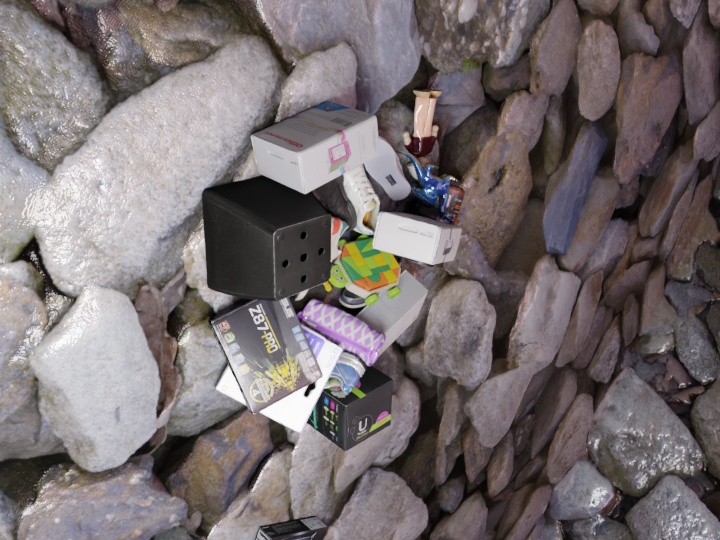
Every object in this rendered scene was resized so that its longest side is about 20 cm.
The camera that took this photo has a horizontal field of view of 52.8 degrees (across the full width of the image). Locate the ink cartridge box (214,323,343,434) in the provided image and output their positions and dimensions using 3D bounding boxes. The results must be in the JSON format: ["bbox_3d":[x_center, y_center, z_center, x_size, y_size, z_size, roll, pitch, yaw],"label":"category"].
[{"bbox_3d":[-0.165,0.200,1.484,0.198,0.043,0.200,29,85,-8],"label":"ink cartridge box"}]

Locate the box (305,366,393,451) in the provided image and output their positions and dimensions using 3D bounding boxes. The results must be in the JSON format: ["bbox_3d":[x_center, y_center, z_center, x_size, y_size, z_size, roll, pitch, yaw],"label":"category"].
[{"bbox_3d":[-0.046,0.278,1.616,0.147,0.199,0.126,-22,124,-39],"label":"box"}]

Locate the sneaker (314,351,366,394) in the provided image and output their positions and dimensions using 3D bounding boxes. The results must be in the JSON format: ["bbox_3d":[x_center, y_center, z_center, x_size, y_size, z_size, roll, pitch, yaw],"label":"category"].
[{"bbox_3d":[-0.089,0.200,1.532,0.078,0.198,0.076,-64,152,-26],"label":"sneaker"}]

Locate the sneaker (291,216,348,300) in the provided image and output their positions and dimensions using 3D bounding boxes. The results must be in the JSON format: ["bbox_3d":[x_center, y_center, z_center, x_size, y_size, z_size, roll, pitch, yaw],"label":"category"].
[{"bbox_3d":[-0.085,-0.022,1.501,0.092,0.070,0.202,4,118,-39],"label":"sneaker"}]

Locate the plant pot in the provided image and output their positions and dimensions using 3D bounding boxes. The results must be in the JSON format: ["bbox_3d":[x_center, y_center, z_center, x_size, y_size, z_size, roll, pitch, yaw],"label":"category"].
[{"bbox_3d":[-0.160,-0.052,1.348,0.198,0.176,0.202,-20,122,-39],"label":"plant pot"}]

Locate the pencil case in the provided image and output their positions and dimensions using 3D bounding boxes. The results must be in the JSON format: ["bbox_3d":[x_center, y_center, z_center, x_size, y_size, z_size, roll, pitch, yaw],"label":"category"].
[{"bbox_3d":[-0.043,0.131,1.552,0.085,0.198,0.085,-67,168,4],"label":"pencil case"}]

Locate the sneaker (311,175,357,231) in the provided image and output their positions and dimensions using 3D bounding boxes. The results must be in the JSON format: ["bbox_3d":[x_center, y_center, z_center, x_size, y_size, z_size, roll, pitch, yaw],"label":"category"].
[{"bbox_3d":[-0.077,-0.149,1.484,0.104,0.060,0.202,-38,128,-29],"label":"sneaker"}]

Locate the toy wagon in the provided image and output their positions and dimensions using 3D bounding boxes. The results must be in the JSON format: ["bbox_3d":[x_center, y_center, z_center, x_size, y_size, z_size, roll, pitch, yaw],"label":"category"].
[{"bbox_3d":[0.000,0.000,1.571,0.198,0.156,0.040,-16,157,-41],"label":"toy wagon"}]

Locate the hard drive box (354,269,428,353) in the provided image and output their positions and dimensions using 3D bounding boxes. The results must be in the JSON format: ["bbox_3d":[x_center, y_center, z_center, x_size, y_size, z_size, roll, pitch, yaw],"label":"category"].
[{"bbox_3d":[0.056,0.118,1.695,0.200,0.077,0.156,-41,163,-26],"label":"hard drive box"}]

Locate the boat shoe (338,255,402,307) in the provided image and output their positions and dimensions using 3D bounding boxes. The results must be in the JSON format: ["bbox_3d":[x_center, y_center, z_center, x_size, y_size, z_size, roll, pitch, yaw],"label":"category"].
[{"bbox_3d":[0.028,0.019,1.655,0.199,0.075,0.062,-28,148,-38],"label":"boat shoe"}]

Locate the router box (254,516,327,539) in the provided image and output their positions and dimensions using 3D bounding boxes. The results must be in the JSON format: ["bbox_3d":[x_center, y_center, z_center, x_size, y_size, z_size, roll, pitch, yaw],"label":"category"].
[{"bbox_3d":[-0.187,0.701,1.786,0.199,0.052,0.159,11,101,-49],"label":"router box"}]

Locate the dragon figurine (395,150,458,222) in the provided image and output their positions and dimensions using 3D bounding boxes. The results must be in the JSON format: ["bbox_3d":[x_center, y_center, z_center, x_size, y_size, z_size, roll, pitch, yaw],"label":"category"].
[{"bbox_3d":[0.150,-0.184,1.620,0.198,0.059,0.100,29,96,-21],"label":"dragon figurine"}]

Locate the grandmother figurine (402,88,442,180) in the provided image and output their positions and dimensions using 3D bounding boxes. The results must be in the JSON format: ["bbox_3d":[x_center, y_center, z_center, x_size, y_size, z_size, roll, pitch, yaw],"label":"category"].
[{"bbox_3d":[0.139,-0.304,1.641,0.120,0.060,0.203,-12,115,-34],"label":"grandmother figurine"}]

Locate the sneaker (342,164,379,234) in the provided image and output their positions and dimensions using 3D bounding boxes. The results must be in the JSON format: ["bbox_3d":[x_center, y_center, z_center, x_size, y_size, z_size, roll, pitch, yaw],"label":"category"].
[{"bbox_3d":[-0.001,-0.168,1.537,0.076,0.080,0.202,-37,131,-26],"label":"sneaker"}]

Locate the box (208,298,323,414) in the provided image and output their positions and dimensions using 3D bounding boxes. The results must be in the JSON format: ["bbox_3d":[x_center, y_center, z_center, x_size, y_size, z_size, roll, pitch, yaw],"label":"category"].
[{"bbox_3d":[-0.185,0.155,1.426,0.160,0.049,0.202,-25,96,-20],"label":"box"}]

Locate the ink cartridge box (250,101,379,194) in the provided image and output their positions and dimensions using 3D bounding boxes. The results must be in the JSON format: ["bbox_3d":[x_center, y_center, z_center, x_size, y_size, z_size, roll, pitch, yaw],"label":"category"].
[{"bbox_3d":[-0.084,-0.235,1.363,0.199,0.144,0.086,-31,131,-34],"label":"ink cartridge box"}]

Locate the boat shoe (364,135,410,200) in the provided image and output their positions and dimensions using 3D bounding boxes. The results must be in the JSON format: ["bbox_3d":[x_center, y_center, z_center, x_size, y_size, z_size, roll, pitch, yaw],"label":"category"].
[{"bbox_3d":[0.049,-0.231,1.574,0.073,0.066,0.201,-24,143,5],"label":"boat shoe"}]

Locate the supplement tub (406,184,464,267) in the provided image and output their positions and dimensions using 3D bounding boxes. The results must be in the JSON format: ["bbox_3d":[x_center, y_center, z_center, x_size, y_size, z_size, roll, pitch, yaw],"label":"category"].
[{"bbox_3d":[0.172,-0.113,1.733,0.106,0.106,0.203,7,104,-48],"label":"supplement tub"}]

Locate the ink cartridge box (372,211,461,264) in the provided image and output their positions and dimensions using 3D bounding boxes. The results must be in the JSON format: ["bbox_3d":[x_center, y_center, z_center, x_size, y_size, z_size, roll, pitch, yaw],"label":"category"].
[{"bbox_3d":[0.128,-0.073,1.588,0.200,0.144,0.086,-5,110,-70],"label":"ink cartridge box"}]
